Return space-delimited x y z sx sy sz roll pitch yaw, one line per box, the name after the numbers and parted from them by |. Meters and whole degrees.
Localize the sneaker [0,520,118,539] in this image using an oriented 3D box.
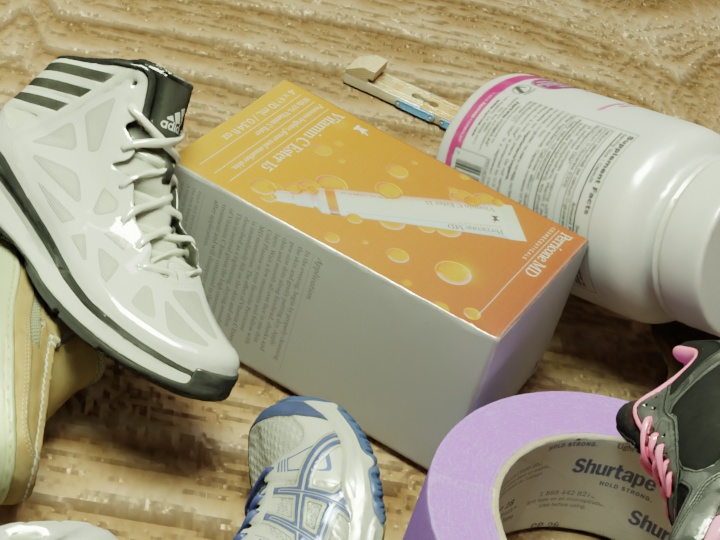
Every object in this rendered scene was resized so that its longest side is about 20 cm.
-0.175 0.152 0.692 0.199 0.078 0.100 -2 43 -25 | sneaker

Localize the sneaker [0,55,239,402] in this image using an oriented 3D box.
-0.109 -0.034 0.868 0.200 0.116 0.076 44 13 26 | sneaker

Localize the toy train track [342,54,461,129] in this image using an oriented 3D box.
0.083 -0.104 1.192 0.199 0.033 0.115 25 35 12 | toy train track

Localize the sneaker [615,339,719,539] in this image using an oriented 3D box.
0.160 0.090 0.830 0.095 0.079 0.200 6 29 23 | sneaker

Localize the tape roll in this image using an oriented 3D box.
0.118 0.147 0.836 0.199 0.066 0.201 12 34 -8 | tape roll

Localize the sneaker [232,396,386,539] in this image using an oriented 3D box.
-0.035 0.128 0.786 0.088 0.076 0.200 4 36 -19 | sneaker

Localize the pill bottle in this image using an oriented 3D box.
0.146 -0.037 1.008 0.113 0.114 0.200 -14 26 -37 | pill bottle

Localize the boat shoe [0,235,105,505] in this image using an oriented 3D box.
-0.158 0.040 0.862 0.076 0.072 0.200 16 33 -24 | boat shoe

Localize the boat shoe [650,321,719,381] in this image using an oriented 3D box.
0.211 0.050 1.020 0.065 0.071 0.200 48 31 -21 | boat shoe

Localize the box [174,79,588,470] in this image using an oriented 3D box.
0.000 0.000 0.956 0.199 0.098 0.124 29 36 15 | box
